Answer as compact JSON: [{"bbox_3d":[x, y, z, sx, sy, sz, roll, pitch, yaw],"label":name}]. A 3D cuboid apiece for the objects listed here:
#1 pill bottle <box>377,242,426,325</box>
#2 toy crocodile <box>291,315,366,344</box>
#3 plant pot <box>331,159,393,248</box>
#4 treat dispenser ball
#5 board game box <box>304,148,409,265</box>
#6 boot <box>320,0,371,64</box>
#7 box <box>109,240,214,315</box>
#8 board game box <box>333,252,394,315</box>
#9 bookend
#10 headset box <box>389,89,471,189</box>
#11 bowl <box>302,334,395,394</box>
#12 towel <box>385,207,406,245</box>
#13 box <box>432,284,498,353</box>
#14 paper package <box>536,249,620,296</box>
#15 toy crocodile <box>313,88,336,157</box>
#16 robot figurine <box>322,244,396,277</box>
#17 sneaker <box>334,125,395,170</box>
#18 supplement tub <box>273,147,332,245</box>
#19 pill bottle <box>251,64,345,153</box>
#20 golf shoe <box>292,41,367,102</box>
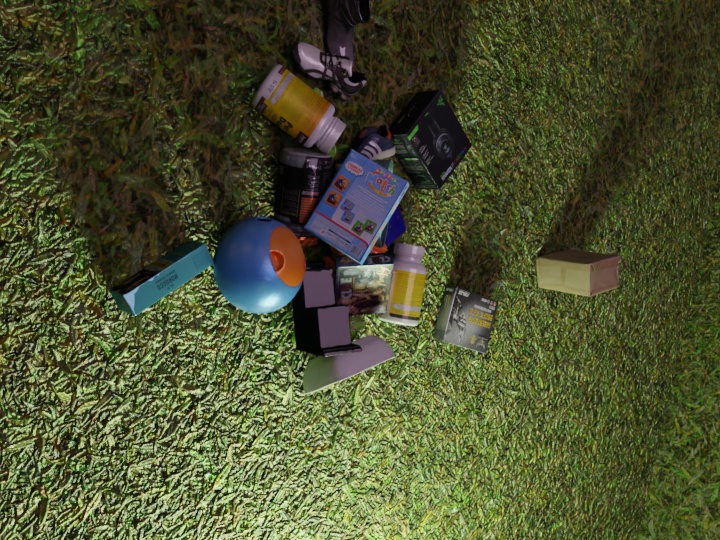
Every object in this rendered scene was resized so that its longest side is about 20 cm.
[{"bbox_3d":[0.112,0.034,1.914,0.110,0.110,0.205,8,92,-40],"label":"pill bottle"},{"bbox_3d":[-0.075,0.145,1.783,0.196,0.067,0.063,-15,121,-25],"label":"toy crocodile"},{"bbox_3d":[-0.001,-0.161,1.715,0.200,0.131,0.205,7,90,-84],"label":"plant pot"},{"bbox_3d":[-0.215,-0.011,1.574,0.198,0.199,0.206,-7,101,-39],"label":"treat dispenser ball"},{"bbox_3d":[-0.008,-0.138,1.596,0.202,0.150,0.037,-58,165,-3],"label":"board game box"},{"bbox_3d":[-0.026,-0.562,1.695,0.069,0.130,0.204,-26,113,-34],"label":"boot"},{"bbox_3d":[-0.401,0.012,1.498,0.199,0.081,0.050,-37,117,-30],"label":"box"},{"bbox_3d":[0.003,0.035,1.731,0.132,0.035,0.202,-4,144,-7],"label":"board game box"},{"bbox_3d":[-0.081,0.078,1.637,0.090,0.198,0.205,-5,90,-22],"label":"bookend"},{"bbox_3d":[0.174,-0.345,1.923,0.175,0.092,0.201,-51,124,-23],"label":"headset box"},{"bbox_3d":[-0.037,0.221,1.779,0.197,0.199,0.076,-17,81,-37],"label":"bowl"},{"bbox_3d":[0.039,-0.152,1.866,0.147,0.049,0.203,-39,119,-28],"label":"towel"},{"bbox_3d":[0.306,0.142,2.136,0.198,0.048,0.162,19,84,-40],"label":"box"},{"bbox_3d":[0.693,0.002,2.343,0.188,0.198,0.106,-13,105,-39],"label":"paper package"},{"bbox_3d":[-0.092,-0.319,1.716,0.060,0.068,0.205,-8,103,-1],"label":"toy crocodile"},{"bbox_3d":[-0.001,0.001,1.814,0.198,0.115,0.147,24,65,-38],"label":"robot figurine"},{"bbox_3d":[0.005,-0.302,1.803,0.199,0.074,0.086,-31,117,-43],"label":"sneaker"},{"bbox_3d":[-0.131,-0.167,1.662,0.121,0.122,0.205,-3,109,-39],"label":"supplement tub"},{"bbox_3d":[-0.131,-0.346,1.611,0.198,0.109,0.110,35,73,-10],"label":"pill bottle"},{"bbox_3d":[-0.067,-0.472,1.690,0.198,0.093,0.079,25,57,-42],"label":"golf shoe"}]
